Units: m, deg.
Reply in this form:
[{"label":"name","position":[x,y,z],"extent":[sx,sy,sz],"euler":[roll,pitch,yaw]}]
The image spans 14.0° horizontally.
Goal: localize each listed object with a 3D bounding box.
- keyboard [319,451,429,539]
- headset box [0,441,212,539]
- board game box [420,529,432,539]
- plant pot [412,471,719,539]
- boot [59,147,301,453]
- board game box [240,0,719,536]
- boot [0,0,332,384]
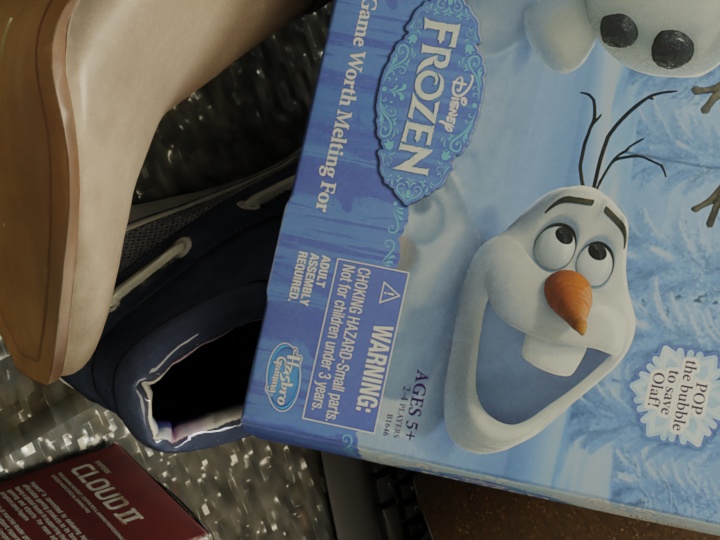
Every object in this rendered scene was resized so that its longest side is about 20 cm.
[{"label":"keyboard","position":[0.056,0.107,1.029],"extent":[0.127,0.021,0.201],"euler":[-23,121,-20]},{"label":"headset box","position":[-0.123,0.153,0.911],"extent":[0.199,0.077,0.149],"euler":[-18,119,-23]},{"label":"board game box","position":[0.072,0.123,1.015],"extent":[0.135,0.028,0.200],"euler":[33,92,-35]},{"label":"plant pot","position":[0.125,0.063,0.913],"extent":[0.199,0.187,0.187],"euler":[-26,123,4]},{"label":"boot","position":[0.000,0.000,0.908],"extent":[0.199,0.090,0.073],"euler":[-24,120,-19]},{"label":"board game box","position":[0.084,-0.032,0.818],"extent":[0.198,0.043,0.201],"euler":[11,83,8]},{"label":"boot","position":[-0.050,-0.081,0.850],"extent":[0.146,0.070,0.201],"euler":[-21,118,-36]}]
